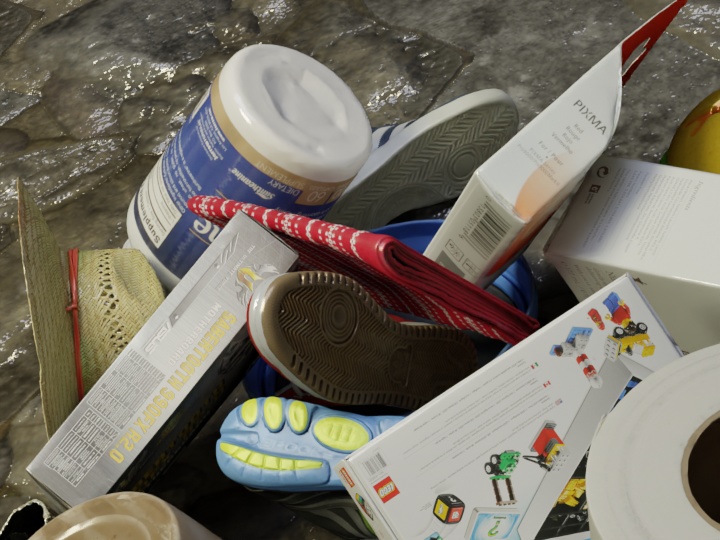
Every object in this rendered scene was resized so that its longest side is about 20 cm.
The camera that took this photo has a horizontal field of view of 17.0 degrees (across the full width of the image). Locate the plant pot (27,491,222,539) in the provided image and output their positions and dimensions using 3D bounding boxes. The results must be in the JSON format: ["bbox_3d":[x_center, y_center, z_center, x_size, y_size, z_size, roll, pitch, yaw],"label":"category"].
[{"bbox_3d":[-0.103,0.216,1.255,0.199,0.174,0.200,-22,36,17],"label":"plant pot"}]

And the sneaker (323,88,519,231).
[{"bbox_3d":[0.014,-0.078,1.691,0.199,0.075,0.085,-30,41,-12],"label":"sneaker"}]

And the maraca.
[{"bbox_3d":[0.260,-0.075,1.542,0.136,0.108,0.200,2,20,10],"label":"maraca"}]

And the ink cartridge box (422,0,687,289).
[{"bbox_3d":[0.131,-0.071,1.494,0.200,0.162,0.050,-38,81,-23],"label":"ink cartridge box"}]

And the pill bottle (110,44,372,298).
[{"bbox_3d":[-0.086,-0.044,1.595,0.200,0.111,0.111,-51,18,36],"label":"pill bottle"}]

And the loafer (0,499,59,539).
[{"bbox_3d":[-0.237,0.213,1.439,0.075,0.070,0.200,7,44,34],"label":"loafer"}]

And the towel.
[{"bbox_3d":[0.000,0.000,1.462,0.200,0.144,0.023,14,77,51],"label":"towel"}]

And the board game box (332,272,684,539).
[{"bbox_3d":[0.101,0.106,1.322,0.199,0.127,0.035,-31,-5,-18],"label":"board game box"}]

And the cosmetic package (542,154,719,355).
[{"bbox_3d":[0.225,0.005,1.433,0.199,0.113,0.081,13,63,40],"label":"cosmetic package"}]

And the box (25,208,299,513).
[{"bbox_3d":[-0.115,0.069,1.459,0.048,0.158,0.200,38,79,6],"label":"box"}]

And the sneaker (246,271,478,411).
[{"bbox_3d":[-0.029,0.042,1.413,0.112,0.200,0.072,6,80,37],"label":"sneaker"}]

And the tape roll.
[{"bbox_3d":[0.216,0.148,1.210,0.201,0.140,0.203,-5,40,4],"label":"tape roll"}]

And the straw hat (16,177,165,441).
[{"bbox_3d":[-0.166,0.034,1.557,0.085,0.202,0.201,-8,35,-4],"label":"straw hat"}]

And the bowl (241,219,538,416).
[{"bbox_3d":[0.020,0.045,1.557,0.200,0.040,0.201,-13,36,10],"label":"bowl"}]

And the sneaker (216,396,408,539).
[{"bbox_3d":[0.016,0.121,1.380,0.199,0.083,0.071,13,76,20],"label":"sneaker"}]
